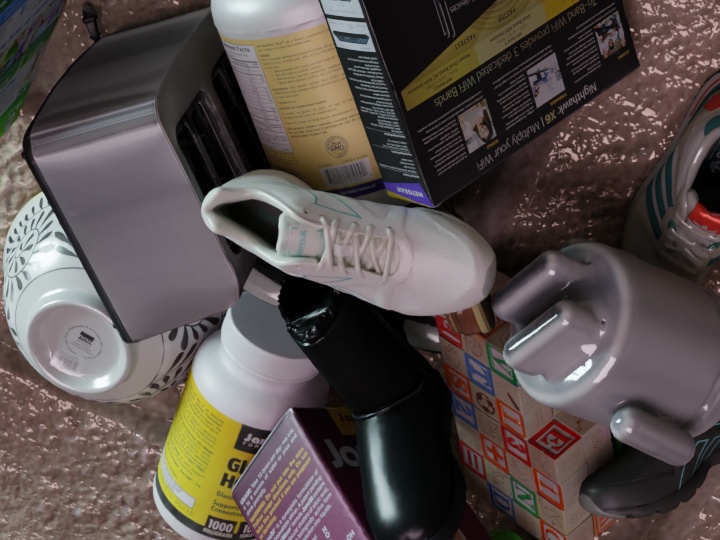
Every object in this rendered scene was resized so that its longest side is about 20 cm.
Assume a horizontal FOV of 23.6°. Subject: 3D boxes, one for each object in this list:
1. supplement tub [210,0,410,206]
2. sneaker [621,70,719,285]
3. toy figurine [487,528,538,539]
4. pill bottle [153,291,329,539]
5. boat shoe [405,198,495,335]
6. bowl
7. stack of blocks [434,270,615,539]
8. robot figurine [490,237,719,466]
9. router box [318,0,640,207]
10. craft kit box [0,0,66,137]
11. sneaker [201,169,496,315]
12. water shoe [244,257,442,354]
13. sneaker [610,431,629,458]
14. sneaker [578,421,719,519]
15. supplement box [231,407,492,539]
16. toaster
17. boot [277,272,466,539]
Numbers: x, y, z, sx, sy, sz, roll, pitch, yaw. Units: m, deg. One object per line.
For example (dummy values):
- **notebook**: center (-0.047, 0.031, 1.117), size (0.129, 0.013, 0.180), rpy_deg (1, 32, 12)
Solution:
- **supplement tub**: center (-0.016, -0.151, 1.166), size (0.145, 0.146, 0.201), rpy_deg (-10, 117, 21)
- **sneaker**: center (0.230, -0.041, 1.196), size (0.070, 0.094, 0.201), rpy_deg (23, 124, 1)
- **toy figurine**: center (0.094, 0.299, 1.413), size (0.184, 0.151, 0.200), rpy_deg (-26, 134, 37)
- **pill bottle**: center (-0.090, 0.117, 1.369), size (0.112, 0.113, 0.201), rpy_deg (22, 124, 1)
- **boat shoe**: center (0.046, -0.008, 1.200), size (0.067, 0.200, 0.072), rpy_deg (-20, 119, 0)
- **bowl**: center (-0.208, 0.036, 1.365), size (0.199, 0.094, 0.202), rpy_deg (7, 121, 12)
- **stack of blocks**: center (0.126, 0.107, 1.281), size (0.115, 0.058, 0.201), rpy_deg (32, 147, 40)
- **robot figurine**: center (0.181, 0.050, 1.161), size (0.199, 0.170, 0.113), rpy_deg (21, 137, -35)
- **router box**: center (0.080, -0.159, 1.111), size (0.052, 0.200, 0.158), rpy_deg (17, 134, 52)
- **craft kit box**: center (-0.265, -0.146, 1.207), size (0.048, 0.200, 0.198), rpy_deg (27, 123, -2)
- **sneaker**: center (-0.012, -0.014, 1.098), size (0.199, 0.080, 0.071), rpy_deg (15, 100, 19)
- **water shoe**: center (0.000, 0.000, 1.311), size (0.199, 0.072, 0.079), rpy_deg (16, 103, -1)
- **sneaker**: center (0.187, 0.079, 1.306), size (0.085, 0.078, 0.201), rpy_deg (19, 141, 49)
- **sneaker**: center (0.236, 0.115, 1.261), size (0.075, 0.199, 0.080), rpy_deg (12, 124, 61)
- **supplement box**: center (0.014, 0.208, 1.286), size (0.103, 0.130, 0.200), rpy_deg (-55, 52, 29)
- **toaster**: center (-0.140, -0.080, 1.225), size (0.118, 0.181, 0.201), rpy_deg (-14, 117, 22)
- **boot**: center (0.006, 0.085, 1.200), size (0.073, 0.199, 0.163), rpy_deg (-23, 124, 19)
